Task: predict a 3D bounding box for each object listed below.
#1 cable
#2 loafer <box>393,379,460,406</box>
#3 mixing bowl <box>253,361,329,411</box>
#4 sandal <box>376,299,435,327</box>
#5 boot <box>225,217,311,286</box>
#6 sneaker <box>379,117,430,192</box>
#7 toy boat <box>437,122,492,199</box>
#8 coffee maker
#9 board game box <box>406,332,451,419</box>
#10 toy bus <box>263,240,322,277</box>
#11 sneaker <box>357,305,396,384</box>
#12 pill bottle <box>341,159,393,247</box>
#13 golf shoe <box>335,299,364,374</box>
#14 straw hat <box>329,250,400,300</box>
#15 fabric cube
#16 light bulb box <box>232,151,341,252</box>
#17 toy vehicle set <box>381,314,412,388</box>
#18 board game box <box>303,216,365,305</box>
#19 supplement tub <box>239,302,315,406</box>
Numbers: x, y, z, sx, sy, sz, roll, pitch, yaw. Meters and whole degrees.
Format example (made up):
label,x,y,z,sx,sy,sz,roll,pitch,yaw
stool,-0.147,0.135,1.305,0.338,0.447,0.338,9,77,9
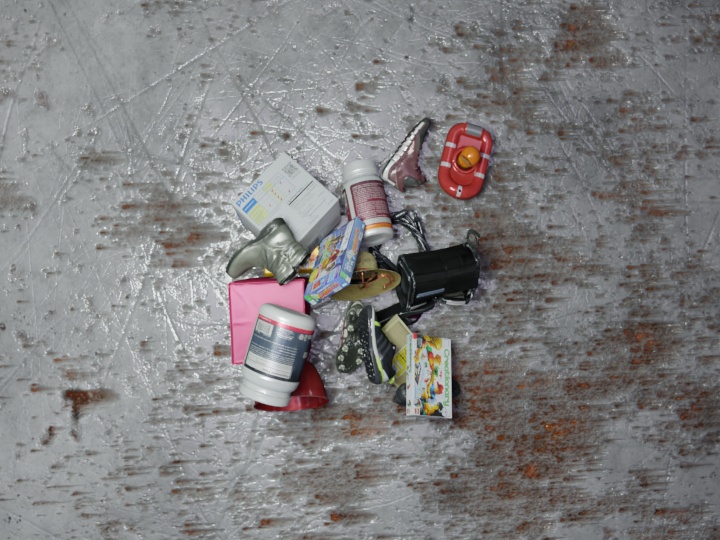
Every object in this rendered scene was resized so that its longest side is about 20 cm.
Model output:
label,x,y,z,sx,sy,sz,roll,pitch,yaw
cable,0.103,-0.055,1.683,0.158,0.051,0.206,-16,91,-2
loafer,0.176,0.322,1.664,0.195,0.071,0.070,0,57,-30
mixing bowl,-0.180,0.290,1.617,0.193,0.201,0.112,-5,69,-2
sandal,0.107,0.122,1.682,0.195,0.076,0.049,-19,116,5
boot,-0.218,-0.015,1.469,0.199,0.068,0.132,-40,76,12
sneaker,0.149,-0.298,1.681,0.115,0.076,0.202,37,99,-7
toy boat,0.279,-0.290,1.649,0.127,0.131,0.206,15,89,-2
coffee maker,0.193,-0.003,1.606,0.194,0.135,0.198,-9,110,-19
board game box,0.176,0.271,1.610,0.123,0.034,0.207,11,71,-28
toy bus,-0.159,-0.032,1.665,0.193,0.065,0.081,-5,90,-2
sneaker,0.047,0.186,1.588,0.081,0.071,0.207,-10,95,-27
pill bottle,0.015,-0.175,1.634,0.110,0.114,0.206,-11,77,-2
golf shoe,-0.019,0.179,1.671,0.075,0.089,0.205,11,112,-8
straw hat,0.000,0.000,1.588,0.194,0.202,0.088,-9,67,-2
fabric cube,-0.225,0.120,1.597,0.189,0.199,0.207,-2,90,-1
light bulb box,-0.183,-0.148,1.594,0.199,0.125,0.199,41,76,14
toy vehicle set,0.111,0.231,1.660,0.124,0.027,0.201,-41,113,-2
board game box,-0.062,-0.025,1.521,0.034,0.203,0.134,39,133,-25
supplement tub,-0.190,0.189,1.429,0.136,0.140,0.206,17,90,-2
